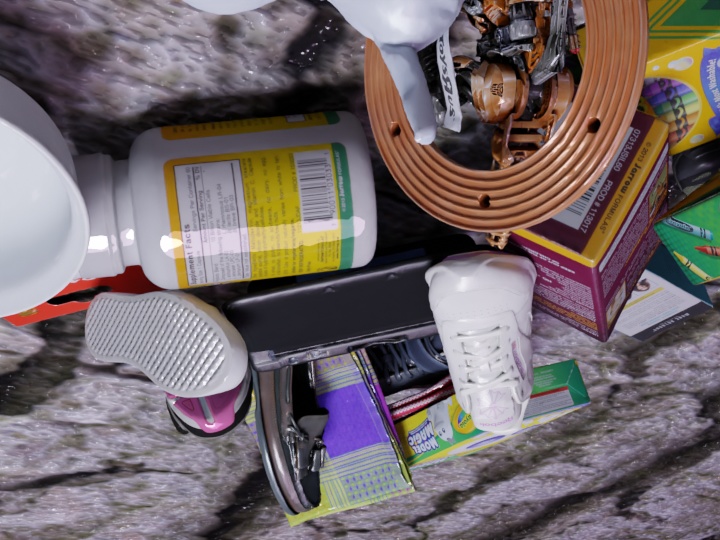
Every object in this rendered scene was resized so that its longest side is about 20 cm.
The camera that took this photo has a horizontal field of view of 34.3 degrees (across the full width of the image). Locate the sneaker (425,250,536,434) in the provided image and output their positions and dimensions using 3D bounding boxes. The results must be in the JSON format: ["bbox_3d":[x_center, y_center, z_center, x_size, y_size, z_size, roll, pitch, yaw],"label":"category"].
[{"bbox_3d":[0.095,0.053,0.824,0.075,0.100,0.200,-10,152,10],"label":"sneaker"}]

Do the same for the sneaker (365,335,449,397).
[{"bbox_3d":[0.032,0.074,1.077,0.202,0.077,0.146,-13,163,-16],"label":"sneaker"}]

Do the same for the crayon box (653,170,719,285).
[{"bbox_3d":[0.319,-0.075,0.832,0.200,0.058,0.119,-35,180,-24],"label":"crayon box"}]

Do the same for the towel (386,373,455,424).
[{"bbox_3d":[0.078,0.130,1.148,0.145,0.023,0.200,-26,164,26],"label":"towel"}]

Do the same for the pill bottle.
[{"bbox_3d":[-0.096,-0.046,0.805,0.200,0.113,0.113,-7,150,-9],"label":"pill bottle"}]

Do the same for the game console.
[{"bbox_3d":[0.000,0.000,0.911,0.200,0.176,0.117,-11,124,1],"label":"game console"}]

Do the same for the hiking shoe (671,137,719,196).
[{"bbox_3d":[0.316,-0.043,0.965,0.076,0.101,0.200,-24,148,19],"label":"hiking shoe"}]

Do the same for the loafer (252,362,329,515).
[{"bbox_3d":[-0.058,0.117,1.021,0.063,0.200,0.072,-11,-172,16],"label":"loafer"}]

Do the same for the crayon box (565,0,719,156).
[{"bbox_3d":[0.232,-0.141,0.818,0.200,0.052,0.126,-21,149,17],"label":"crayon box"}]

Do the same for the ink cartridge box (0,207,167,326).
[{"bbox_3d":[-0.258,0.010,0.891,0.160,0.047,0.200,-13,153,17],"label":"ink cartridge box"}]

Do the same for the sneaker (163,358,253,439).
[{"bbox_3d":[-0.125,0.103,0.972,0.074,0.200,0.088,-20,110,-12],"label":"sneaker"}]

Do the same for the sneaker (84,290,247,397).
[{"bbox_3d":[-0.130,0.048,0.884,0.082,0.074,0.200,1,-171,-40],"label":"sneaker"}]

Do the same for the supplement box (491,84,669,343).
[{"bbox_3d":[0.162,-0.036,0.848,0.086,0.110,0.200,27,170,21],"label":"supplement box"}]

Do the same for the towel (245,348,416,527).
[{"bbox_3d":[-0.045,0.129,1.068,0.143,0.200,0.023,-20,-174,23],"label":"towel"}]

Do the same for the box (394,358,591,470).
[{"bbox_3d":[0.103,0.140,1.078,0.117,0.048,0.200,-9,165,-33],"label":"box"}]

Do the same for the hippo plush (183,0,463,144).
[{"bbox_3d":[-0.020,-0.176,0.591,0.161,0.200,0.159,6,-168,13],"label":"hippo plush"}]

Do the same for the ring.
[{"bbox_3d":[0.077,-0.121,0.656,0.019,0.201,0.200,-1,152,-44],"label":"ring"}]

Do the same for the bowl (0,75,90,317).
[{"bbox_3d":[-0.261,-0.065,0.718,0.201,0.090,0.201,0,139,0],"label":"bowl"}]

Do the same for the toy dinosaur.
[{"bbox_3d":[0.086,-0.120,0.709,0.102,0.136,0.200,21,97,-21],"label":"toy dinosaur"}]

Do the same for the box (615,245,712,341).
[{"bbox_3d":[0.236,0.006,1.072,0.082,0.049,0.200,-31,145,31],"label":"box"}]
